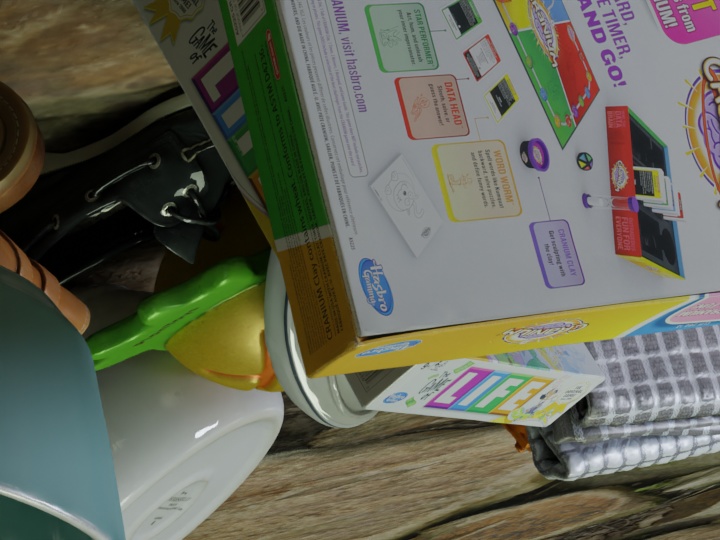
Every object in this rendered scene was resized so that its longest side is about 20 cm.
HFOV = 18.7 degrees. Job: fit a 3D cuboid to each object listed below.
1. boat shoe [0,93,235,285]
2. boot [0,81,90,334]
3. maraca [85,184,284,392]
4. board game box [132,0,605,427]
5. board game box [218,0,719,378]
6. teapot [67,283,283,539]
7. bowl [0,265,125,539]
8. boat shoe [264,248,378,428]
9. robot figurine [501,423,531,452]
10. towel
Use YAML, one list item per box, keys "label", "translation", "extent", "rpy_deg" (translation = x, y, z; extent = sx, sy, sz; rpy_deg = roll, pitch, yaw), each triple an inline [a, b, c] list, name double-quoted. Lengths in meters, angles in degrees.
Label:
- label: "boat shoe"
  translation: [-0.096, -0.031, 0.996]
  extent: [0.198, 0.067, 0.075]
  rpy_deg: [-18, 163, 10]
- label: "boot"
  translation: [-0.165, -0.009, 0.917]
  extent: [0.199, 0.074, 0.155]
  rpy_deg: [-9, 146, 39]
- label: "maraca"
  translation: [-0.051, 0.009, 1.072]
  extent: [0.137, 0.108, 0.199]
  rpy_deg: [-36, 168, 39]
- label: "board game box"
  translation: [0.002, -0.035, 0.826]
  extent: [0.034, 0.201, 0.134]
  rpy_deg: [-40, 155, 22]
- label: "board game box"
  translation: [0.060, -0.051, 0.748]
  extent: [0.198, 0.154, 0.040]
  rpy_deg: [-5, 163, -28]
- label: "teapot"
  translation: [-0.147, 0.077, 1.189]
  extent: [0.197, 0.146, 0.200]
  rpy_deg: [-31, 162, -35]
- label: "bowl"
  translation: [-0.183, 0.058, 0.859]
  extent: [0.199, 0.106, 0.201]
  rpy_deg: [5, 156, 2]
- label: "boat shoe"
  translation: [0.000, 0.000, 0.980]
  extent: [0.073, 0.065, 0.201]
  rpy_deg: [-27, 134, -26]
- label: "robot figurine"
  translation: [0.110, 0.001, 1.102]
  extent: [0.200, 0.145, 0.058]
  rpy_deg: [-38, 169, -42]
- label: "towel"
  translation: [0.131, -0.012, 1.019]
  extent: [0.164, 0.202, 0.085]
  rpy_deg: [-4, 160, -35]
